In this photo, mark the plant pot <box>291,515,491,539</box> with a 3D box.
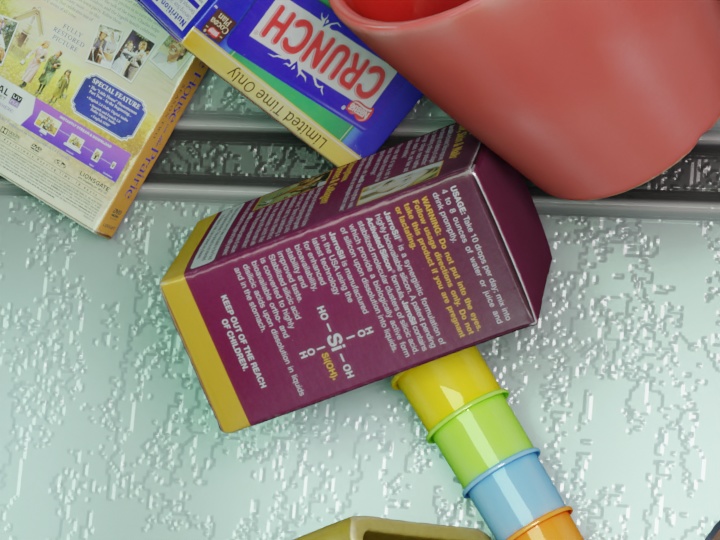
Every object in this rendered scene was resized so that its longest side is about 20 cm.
[{"bbox_3d":[-0.031,0.260,1.682,0.200,0.195,0.195,-17,76,23],"label":"plant pot"}]

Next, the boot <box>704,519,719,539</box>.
[{"bbox_3d":[0.204,0.245,1.663,0.097,0.075,0.200,25,87,22],"label":"boot"}]

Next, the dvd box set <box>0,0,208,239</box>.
[{"bbox_3d":[-0.169,-0.141,1.868,0.146,0.029,0.200,30,91,20],"label":"dvd box set"}]

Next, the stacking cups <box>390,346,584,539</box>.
[{"bbox_3d":[0.095,0.132,1.726,0.060,0.060,0.200,-36,74,9],"label":"stacking cups"}]

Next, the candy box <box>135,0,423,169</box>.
[{"bbox_3d":[-0.008,-0.182,1.749,0.200,0.169,0.077,-49,42,6],"label":"candy box"}]

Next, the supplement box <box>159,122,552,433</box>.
[{"bbox_3d":[0.000,0.000,1.727,0.200,0.131,0.103,-20,103,14],"label":"supplement box"}]

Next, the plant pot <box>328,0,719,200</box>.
[{"bbox_3d":[0.110,-0.148,1.648,0.200,0.177,0.201,-26,36,21],"label":"plant pot"}]
